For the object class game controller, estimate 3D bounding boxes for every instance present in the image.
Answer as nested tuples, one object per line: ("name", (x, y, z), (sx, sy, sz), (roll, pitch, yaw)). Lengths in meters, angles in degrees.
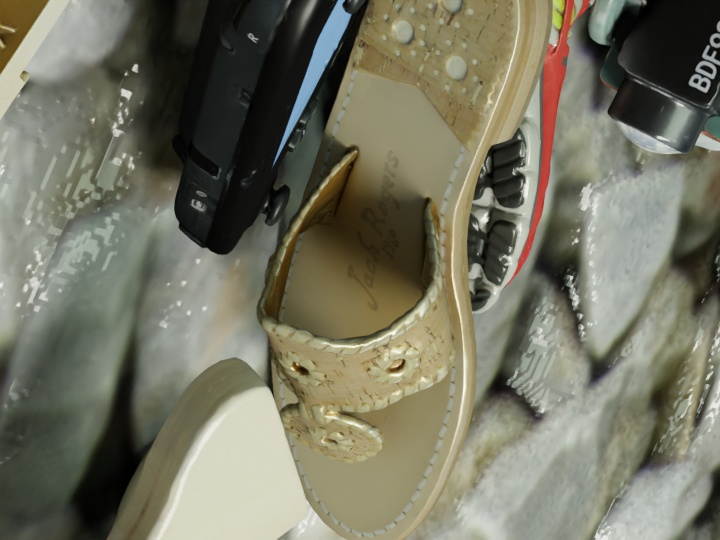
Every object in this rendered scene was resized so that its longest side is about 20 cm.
("game controller", (-0.012, -0.073, 0.763), (0.104, 0.042, 0.200), (-54, 177, -19))

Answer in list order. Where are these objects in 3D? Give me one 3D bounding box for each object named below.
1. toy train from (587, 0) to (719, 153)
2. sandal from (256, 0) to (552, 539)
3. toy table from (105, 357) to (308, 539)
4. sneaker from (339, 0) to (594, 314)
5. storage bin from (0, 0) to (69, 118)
("toy train", (0.144, -0.129, 0.947), (0.200, 0.085, 0.114), (-65, 164, 5))
("sandal", (-0.005, -0.002, 0.845), (0.070, 0.078, 0.212), (-22, 134, -51))
("toy table", (-0.058, 0.124, 0.815), (0.117, 0.184, 0.200), (-26, 140, -15))
("sneaker", (0.048, -0.078, 0.883), (0.085, 0.077, 0.200), (-21, 128, -49))
("storage bin", (-0.113, -0.119, 0.660), (0.200, 0.094, 0.199), (-58, 141, -7))
